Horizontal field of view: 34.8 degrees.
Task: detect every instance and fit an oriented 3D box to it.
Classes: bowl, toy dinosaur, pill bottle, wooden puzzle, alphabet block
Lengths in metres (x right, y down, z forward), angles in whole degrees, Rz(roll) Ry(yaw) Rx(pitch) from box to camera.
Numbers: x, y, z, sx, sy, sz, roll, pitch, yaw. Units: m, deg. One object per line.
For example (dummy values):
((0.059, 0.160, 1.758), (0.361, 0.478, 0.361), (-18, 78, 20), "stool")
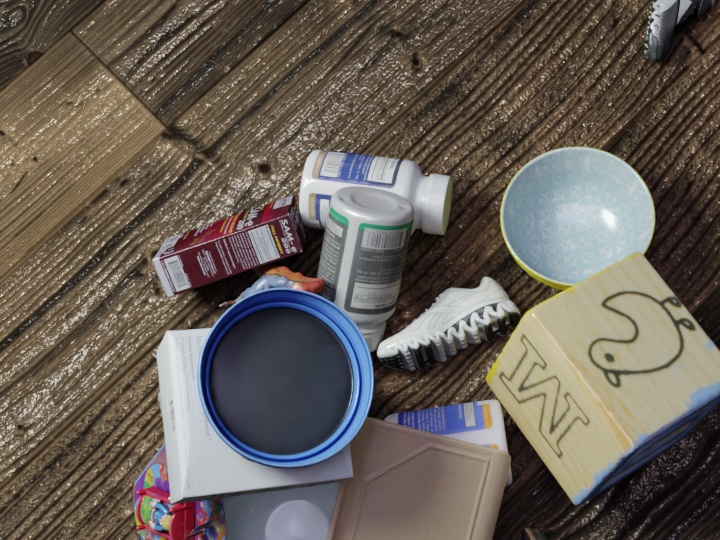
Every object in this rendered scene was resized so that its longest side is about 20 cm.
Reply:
((-0.087, 0.334, 1.473), (0.200, 0.090, 0.202), (-2, 71, 7), "bowl")
((0.289, -0.053, 1.539), (0.199, 0.108, 0.201), (-3, 68, 8), "bowl")
((-0.111, 0.018, 1.526), (0.181, 0.105, 0.201), (-33, 56, 44), "toy dinosaur")
((0.023, -0.103, 1.596), (0.199, 0.111, 0.112), (8, 72, 11), "pill bottle")
((0.000, 0.000, 1.517), (0.113, 0.113, 0.201), (18, 114, 14), "pill bottle")
((0.088, 0.233, 1.470), (0.199, 0.112, 0.113), (-9, 70, 6), "pill bottle")
((0.068, 0.288, 1.396), (0.199, 0.037, 0.186), (14, 90, -4), "wooden puzzle")
((0.301, 0.133, 1.403), (0.195, 0.197, 0.200), (-25, 67, -26), "alphabet block")
((-0.085, 0.121, 1.289), (0.200, 0.039, 0.202), (4, 76, -15), "bowl")

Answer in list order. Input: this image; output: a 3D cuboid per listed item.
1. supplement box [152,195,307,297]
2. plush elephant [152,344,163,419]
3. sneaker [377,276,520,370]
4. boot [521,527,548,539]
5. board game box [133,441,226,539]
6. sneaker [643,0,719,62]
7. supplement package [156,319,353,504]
((-0.178, -0.035, 1.592), (0.199, 0.109, 0.061), (-18, 106, 6), "supplement box")
((-0.188, 0.176, 1.518), (0.199, 0.156, 0.165), (4, 24, -29), "plush elephant")
((0.112, 0.073, 1.549), (0.199, 0.075, 0.081), (-21, 60, -7), "sneaker")
((0.277, 0.396, 1.415), (0.097, 0.075, 0.201), (-23, 76, -12), "boot")
((-0.249, 0.310, 1.466), (0.200, 0.039, 0.158), (-50, 60, 35), "board game box")
((0.467, -0.385, 1.651), (0.090, 0.067, 0.201), (15, 72, 16), "sneaker")
((-0.129, 0.167, 1.365), (0.199, 0.147, 0.192), (-5, 79, -16), "supplement package")
